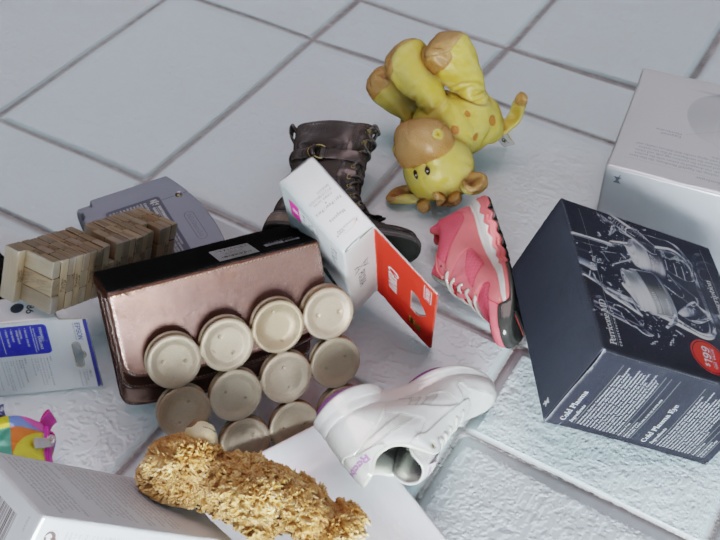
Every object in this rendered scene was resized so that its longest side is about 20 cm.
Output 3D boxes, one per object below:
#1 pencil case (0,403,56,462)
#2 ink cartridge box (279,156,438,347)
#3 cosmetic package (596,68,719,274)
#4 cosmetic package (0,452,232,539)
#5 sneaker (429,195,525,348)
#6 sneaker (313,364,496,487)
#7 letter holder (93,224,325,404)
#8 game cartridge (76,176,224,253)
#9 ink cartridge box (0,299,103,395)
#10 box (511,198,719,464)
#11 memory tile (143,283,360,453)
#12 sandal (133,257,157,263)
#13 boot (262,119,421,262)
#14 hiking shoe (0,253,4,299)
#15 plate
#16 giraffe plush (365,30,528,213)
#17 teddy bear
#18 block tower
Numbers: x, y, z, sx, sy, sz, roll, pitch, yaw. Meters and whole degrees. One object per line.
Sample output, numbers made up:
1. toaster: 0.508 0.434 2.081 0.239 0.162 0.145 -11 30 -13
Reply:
1. pencil case: -0.287 0.212 0.932 0.087 0.089 0.201 -12 47 -13
2. ink cartridge box: 0.000 0.000 1.060 0.043 0.200 0.174 -38 75 -10
3. cosmetic package: 0.383 -0.104 1.237 0.196 0.124 0.201 16 45 16
4. cosmetic package: -0.204 0.205 0.848 0.101 0.199 0.072 28 92 41
5. sneaker: 0.121 0.011 1.170 0.086 0.074 0.202 -18 44 9
6. sneaker: 0.053 0.147 1.000 0.198 0.075 0.100 -9 53 -36
7. letter holder: -0.134 0.055 1.036 0.197 0.145 0.100 -14 15 -18
8. game cartridge: -0.220 -0.024 1.215 0.131 0.042 0.201 -17 46 -23
9. ink cartridge box: -0.353 0.076 1.062 0.196 0.101 0.040 -4 42 -5
10. box: 0.256 0.056 1.039 0.179 0.105 0.202 15 41 -19
11. memory tile: -0.092 0.103 1.005 0.197 0.156 0.017 -16 23 -17
12. sandal: -0.148 0.026 1.113 0.198 0.081 0.058 -6 40 -27
13. boot: -0.010 -0.099 1.244 0.197 0.070 0.176 11 57 14
14. hiking shoe: -0.409 0.002 1.171 0.099 0.076 0.202 -2 52 -15
15. plate: -0.044 0.235 0.947 0.198 0.033 0.200 -23 48 -23
16. giraffe plush: 0.089 -0.153 1.291 0.199 0.172 0.164 34 55 -14
17. teddy bear: -0.081 0.175 0.895 0.198 0.068 0.145 22 6 18
18. block tower: -0.262 -0.012 1.087 0.057 0.055 0.199 22 22 22
